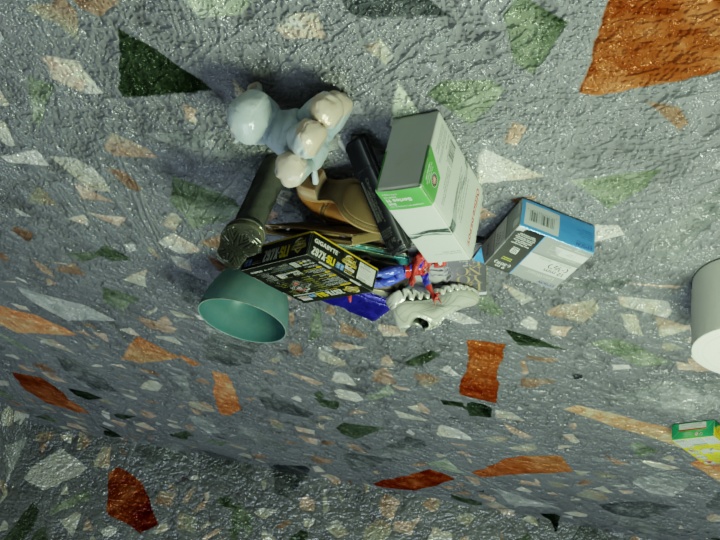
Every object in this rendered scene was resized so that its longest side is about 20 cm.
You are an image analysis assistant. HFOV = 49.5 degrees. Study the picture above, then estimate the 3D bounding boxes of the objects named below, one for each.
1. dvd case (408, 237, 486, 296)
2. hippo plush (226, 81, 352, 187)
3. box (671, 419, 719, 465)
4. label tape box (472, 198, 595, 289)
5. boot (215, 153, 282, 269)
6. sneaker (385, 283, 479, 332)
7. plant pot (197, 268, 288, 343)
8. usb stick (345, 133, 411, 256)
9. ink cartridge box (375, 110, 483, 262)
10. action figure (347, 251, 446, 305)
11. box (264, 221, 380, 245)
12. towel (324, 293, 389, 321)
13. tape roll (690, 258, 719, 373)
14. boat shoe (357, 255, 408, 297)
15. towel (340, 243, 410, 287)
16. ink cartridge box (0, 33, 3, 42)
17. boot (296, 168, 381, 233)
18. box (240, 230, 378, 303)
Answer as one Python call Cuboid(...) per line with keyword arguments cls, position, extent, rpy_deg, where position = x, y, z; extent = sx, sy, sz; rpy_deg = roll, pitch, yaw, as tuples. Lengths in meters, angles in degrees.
Cuboid(cls="dvd case", position=(0.173, -0.001, 1.527), extent=(0.147, 0.016, 0.201), rpy_deg=(-2, 149, 8))
Cuboid(cls="hippo plush", position=(-0.114, -0.233, 1.193), extent=(0.160, 0.160, 0.200), rpy_deg=(33, -166, 2))
Cuboid(cls="box", position=(0.886, 0.439, 1.963), extent=(0.199, 0.049, 0.117), rpy_deg=(36, 145, -29))
Cuboid(cls="label tape box", position=(0.300, -0.027, 1.382), extent=(0.142, 0.067, 0.200), rpy_deg=(19, 144, -10))
Cuboid(cls="boot", position=(-0.168, -0.113, 1.321), extent=(0.072, 0.201, 0.181), rpy_deg=(37, 152, -14))
Cuboid(cls="sneaker", position=(0.148, 0.076, 1.538), extent=(0.198, 0.082, 0.075), rpy_deg=(-6, 153, -22))
Cuboid(cls="plant pot", position=(-0.242, 0.054, 1.717), extent=(0.198, 0.136, 0.201), rpy_deg=(11, 152, 6))
Cuboid(cls="usb stick", position=(0.029, -0.122, 1.258), extent=(0.032, 0.202, 0.055), rpy_deg=(-20, 176, -34))
Cuboid(cls="ink cartridge box", position=(0.114, -0.125, 1.226), extent=(0.082, 0.148, 0.200), rpy_deg=(-4, 145, 31))
Cuboid(cls="action figure", position=(0.074, 0.026, 1.444), extent=(0.198, 0.100, 0.066), rpy_deg=(-19, 142, -4))
Cuboid(cls="box", position=(-0.064, -0.069, 1.422), extent=(0.162, 0.022, 0.200), rpy_deg=(7, -173, 15))
Cuboid(cls="towel", position=(-0.032, 0.051, 1.704), extent=(0.198, 0.050, 0.148), rpy_deg=(22, 150, -13))
Cuboid(cls="tape roll", position=(0.675, 0.083, 1.338), extent=(0.200, 0.140, 0.203), rpy_deg=(11, 151, 6))
Cuboid(cls="boat shoe", position=(0.000, 0.000, 1.518), extent=(0.198, 0.075, 0.074), rpy_deg=(4, 143, -13))
Cuboid(cls="towel", position=(0.019, -0.009, 1.578), extent=(0.198, 0.022, 0.147), rpy_deg=(12, 151, -11))
Cuboid(cls="ink cartridge box", position=(-0.634, -0.420, 1.170), extent=(0.118, 0.042, 0.201), rpy_deg=(11, 149, 5))
Cuboid(cls="boot", position=(-0.024, -0.101, 1.366), extent=(0.198, 0.077, 0.155), rpy_deg=(23, 166, 14))
Cuboid(cls="box", position=(-0.094, -0.001, 1.386), extent=(0.159, 0.050, 0.199), rpy_deg=(28, 154, -36))
